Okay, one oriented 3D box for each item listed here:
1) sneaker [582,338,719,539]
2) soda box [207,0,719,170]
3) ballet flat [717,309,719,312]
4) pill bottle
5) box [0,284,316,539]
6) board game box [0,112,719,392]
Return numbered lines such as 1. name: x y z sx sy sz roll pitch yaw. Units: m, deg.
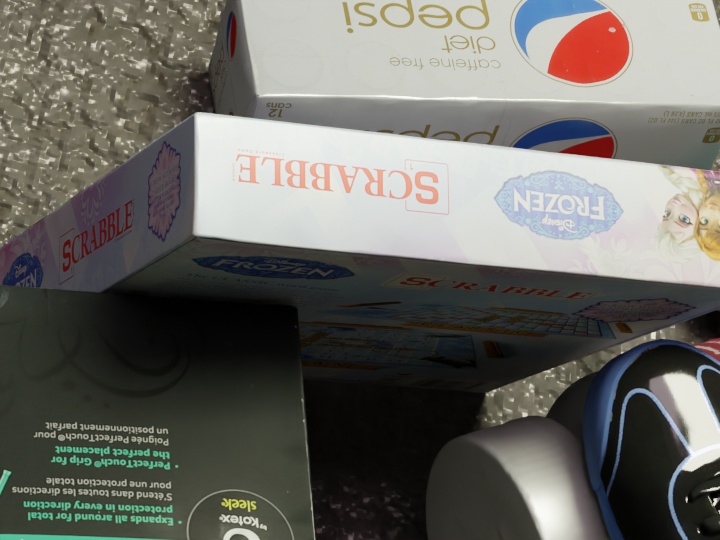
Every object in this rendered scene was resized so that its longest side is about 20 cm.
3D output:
1. sneaker: 0.135 0.105 0.869 0.070 0.078 0.200 -23 77 -15
2. soda box: 0.044 -0.073 1.104 0.199 0.064 0.068 0 54 -15
3. ballet flat: 0.189 -0.051 1.136 0.071 0.069 0.200 32 54 -14
4. pill bottle: 0.131 0.079 0.983 0.200 0.110 0.110 -13 58 -25
5. box: -0.085 0.127 0.859 0.124 0.149 0.200 4 52 -14
6. board game box: 0.000 0.000 0.931 0.200 0.199 0.041 5 76 -25
